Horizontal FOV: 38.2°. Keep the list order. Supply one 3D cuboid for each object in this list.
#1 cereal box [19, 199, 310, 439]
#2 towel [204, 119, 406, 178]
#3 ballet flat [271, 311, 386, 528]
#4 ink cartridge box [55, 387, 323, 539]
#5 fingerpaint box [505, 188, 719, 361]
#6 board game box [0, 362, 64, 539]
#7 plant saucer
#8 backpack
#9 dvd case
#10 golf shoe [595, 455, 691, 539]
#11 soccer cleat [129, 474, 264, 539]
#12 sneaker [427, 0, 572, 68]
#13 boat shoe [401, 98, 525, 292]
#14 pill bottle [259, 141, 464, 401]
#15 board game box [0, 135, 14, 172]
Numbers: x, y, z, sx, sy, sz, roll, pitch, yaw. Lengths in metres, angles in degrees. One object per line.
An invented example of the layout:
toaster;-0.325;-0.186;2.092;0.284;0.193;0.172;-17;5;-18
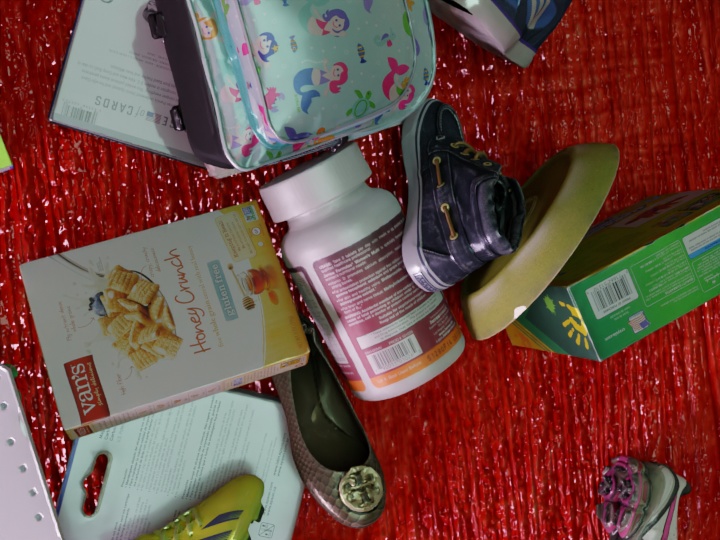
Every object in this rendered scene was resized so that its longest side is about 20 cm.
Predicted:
cereal box;-0.157;0.036;0.836;0.200;0.040;0.144;-17;72;-14
towel;-0.064;-0.196;0.870;0.191;0.032;0.200;-19;104;-25
ballet flat;-0.031;0.116;0.862;0.067;0.046;0.200;-11;66;-30
ink cartridge box;-0.150;0.190;0.877;0.200;0.043;0.197;16;89;-14
fingerpaint box;0.238;0.001;0.923;0.200;0.167;0.073;-27;98;-15
board game box;-0.327;0.184;0.792;0.200;0.026;0.200;-14;97;7
plant saucer;0.141;-0.032;0.877;0.031;0.200;0.200;34;82;-6
backpack;-0.038;-0.177;0.792;0.200;0.150;0.178;-20;104;-30
dvd case;-0.159;-0.197;0.864;0.150;0.025;0.200;16;88;-18
golf shoe;0.265;0.283;0.995;0.092;0.073;0.200;16;88;-19
soccer cleat;-0.158;0.232;0.824;0.084;0.065;0.200;44;81;-6
sneaker;0.135;-0.258;0.868;0.081;0.200;0.147;32;100;20
boat shoe;0.089;-0.077;0.869;0.071;0.091;0.201;37;42;-38
pill bottle;0.000;0.000;0.879;0.109;0.110;0.200;-29;101;-14
board game box;-0.384;-0.108;0.787;0.200;0.045;0.135;-23;99;-15
